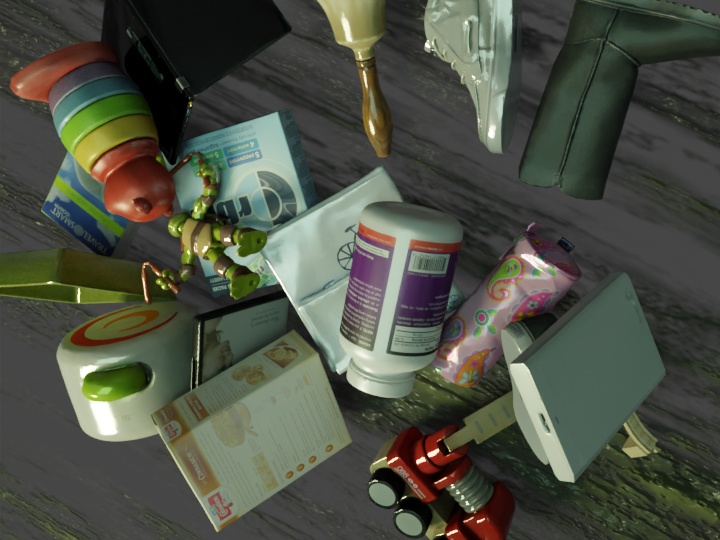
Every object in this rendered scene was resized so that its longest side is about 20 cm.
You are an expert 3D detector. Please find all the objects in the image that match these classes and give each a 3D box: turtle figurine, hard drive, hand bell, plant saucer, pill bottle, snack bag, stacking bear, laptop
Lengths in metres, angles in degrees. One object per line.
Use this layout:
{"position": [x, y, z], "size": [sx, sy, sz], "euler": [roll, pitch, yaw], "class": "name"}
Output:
{"position": [-0.184, -0.027, 0.853], "size": [0.161, 0.064, 0.201], "euler": [28, 100, 34], "class": "turtle figurine"}
{"position": [0.242, 0.103, 0.741], "size": [0.026, 0.200, 0.132], "euler": [-12, 106, 53], "class": "hard drive"}
{"position": [0.008, -0.221, 0.779], "size": [0.104, 0.104, 0.201], "euler": [-2, 121, 19], "class": "hand bell"}
{"position": [-0.373, 0.009, 0.917], "size": [0.199, 0.200, 0.048], "euler": [-2, 81, 28], "class": "plant saucer"}
{"position": [0.039, 0.031, 0.783], "size": [0.112, 0.112, 0.201], "euler": [15, 105, 13], "class": "pill bottle"}
{"position": [0.000, 0.000, 0.844], "size": [0.188, 0.021, 0.200], "euler": [-28, 102, 7], "class": "snack bag"}
{"position": [-0.283, -0.146, 0.818], "size": [0.113, 0.121, 0.200], "euler": [-31, 87, 7], "class": "stacking bear"}
{"position": [-0.202, -0.267, 0.835], "size": [0.188, 0.116, 0.200], "euler": [56, 145, 13], "class": "laptop"}

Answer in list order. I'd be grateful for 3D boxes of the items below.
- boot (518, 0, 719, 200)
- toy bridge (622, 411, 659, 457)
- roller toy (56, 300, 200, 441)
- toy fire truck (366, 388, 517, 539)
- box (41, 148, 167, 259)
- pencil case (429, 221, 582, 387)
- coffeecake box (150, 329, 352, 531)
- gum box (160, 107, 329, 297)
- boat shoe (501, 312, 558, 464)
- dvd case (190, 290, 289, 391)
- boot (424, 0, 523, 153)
{"position": [0.261, -0.162, 0.709], "size": [0.164, 0.066, 0.201], "euler": [23, 111, 19], "class": "boot"}
{"position": [0.263, 0.139, 0.814], "size": [0.200, 0.027, 0.067], "euler": [41, 157, 3], "class": "toy bridge"}
{"position": [-0.283, 0.131, 0.932], "size": [0.182, 0.200, 0.140], "euler": [6, 114, 44], "class": "roller toy"}
{"position": [0.137, 0.248, 0.877], "size": [0.176, 0.129, 0.200], "euler": [48, 126, -2], "class": "toy fire truck"}
{"position": [-0.337, -0.107, 0.942], "size": [0.122, 0.048, 0.200], "euler": [37, 115, 4], "class": "box"}
{"position": [0.158, 0.043, 0.808], "size": [0.087, 0.087, 0.200], "euler": [39, 116, 2], "class": "pencil case"}
{"position": [-0.128, 0.194, 0.876], "size": [0.073, 0.200, 0.154], "euler": [34, 148, 52], "class": "coffeecake box"}
{"position": [-0.136, -0.079, 0.884], "size": [0.169, 0.045, 0.201], "euler": [-12, 103, 22], "class": "gum box"}
{"position": [0.203, 0.133, 0.786], "size": [0.056, 0.069, 0.201], "euler": [-24, 123, -8], "class": "boat shoe"}
{"position": [-0.154, 0.133, 0.914], "size": [0.018, 0.142, 0.201], "euler": [24, 117, 36], "class": "dvd case"}
{"position": [0.115, -0.224, 0.743], "size": [0.095, 0.074, 0.201], "euler": [6, 102, 23], "class": "boot"}
